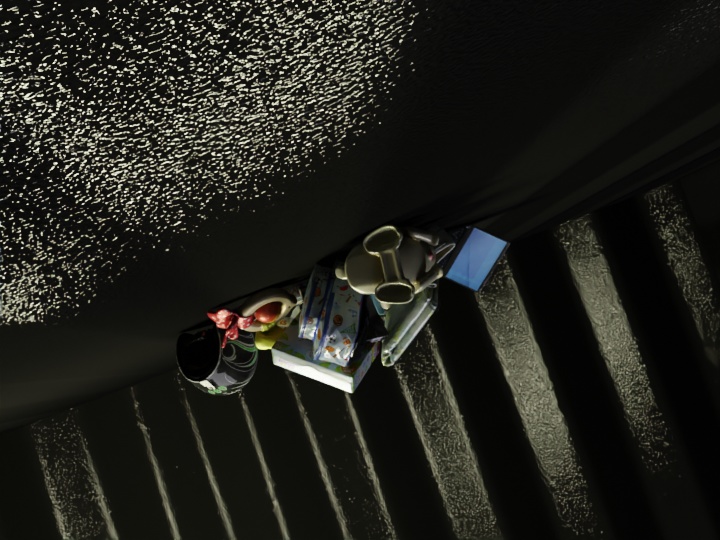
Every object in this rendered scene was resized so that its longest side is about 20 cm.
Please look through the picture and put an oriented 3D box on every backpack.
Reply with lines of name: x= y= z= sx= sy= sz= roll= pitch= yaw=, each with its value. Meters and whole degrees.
backpack: x=-0.048 y=0.090 z=1.544 sx=0.151 sy=0.193 sz=0.201 roll=4 pitch=144 yaw=-4

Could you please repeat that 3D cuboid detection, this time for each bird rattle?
bird rattle: x=-0.228 y=0.092 z=1.677 sx=0.163 sy=0.113 sz=0.199 roll=-44 pitch=140 yaw=18

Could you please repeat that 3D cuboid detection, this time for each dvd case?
dvd case: x=-0.039 y=0.091 z=1.684 sx=0.146 sy=0.201 sz=0.016 roll=-13 pitch=135 yaw=-15

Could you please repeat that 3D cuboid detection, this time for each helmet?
helmet: x=-0.350 y=0.213 z=1.925 sx=0.197 sy=0.204 sz=0.190 roll=-22 pitch=158 yaw=23

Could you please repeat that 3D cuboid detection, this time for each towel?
towel: x=0.108 y=0.091 z=1.676 sx=0.201 sy=0.048 sz=0.172 roll=-56 pitch=-172 yaw=28

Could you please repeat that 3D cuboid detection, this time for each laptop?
laptop: x=0.251 y=-0.016 z=1.914 sx=0.198 sy=0.103 sz=0.179 roll=-19 pitch=144 yaw=-47

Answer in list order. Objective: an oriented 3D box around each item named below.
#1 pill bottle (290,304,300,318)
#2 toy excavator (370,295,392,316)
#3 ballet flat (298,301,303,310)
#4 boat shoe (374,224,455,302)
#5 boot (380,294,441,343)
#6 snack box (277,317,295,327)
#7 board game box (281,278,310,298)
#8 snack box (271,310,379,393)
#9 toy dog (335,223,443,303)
pill bottle: x=-0.077 y=0.146 z=1.903 sx=0.197 sy=0.115 sz=0.112 roll=14 pitch=-164 yaw=33
toy excavator: x=0.047 y=0.055 z=1.875 sx=0.192 sy=0.101 sz=0.200 roll=-24 pitch=-169 yaw=-11
ballet flat: x=-0.098 y=0.104 z=1.780 sx=0.070 sy=0.071 sz=0.200 roll=-12 pitch=-166 yaw=-19
boat shoe: x=0.121 y=0.005 z=1.570 sx=0.202 sy=0.086 sz=0.075 roll=-45 pitch=159 yaw=-5
boot: x=0.091 y=0.117 z=1.911 sx=0.210 sy=0.081 sz=0.156 roll=-37 pitch=-156 yaw=-32
snack box: x=-0.224 y=0.122 z=1.840 sx=0.197 sy=0.025 sz=0.071 roll=1 pitch=174 yaw=34
board game box: x=-0.157 y=0.059 z=1.845 sx=0.133 sy=0.035 sz=0.200 roll=-19 pitch=175 yaw=-27
snack box: x=-0.075 y=0.172 z=1.652 sx=0.197 sy=0.054 sz=0.143 roll=16 pitch=-138 yaw=20
toy dog: x=0.069 y=-0.009 z=1.440 sx=0.192 sy=0.142 sz=0.199 roll=-23 pitch=177 yaw=32
